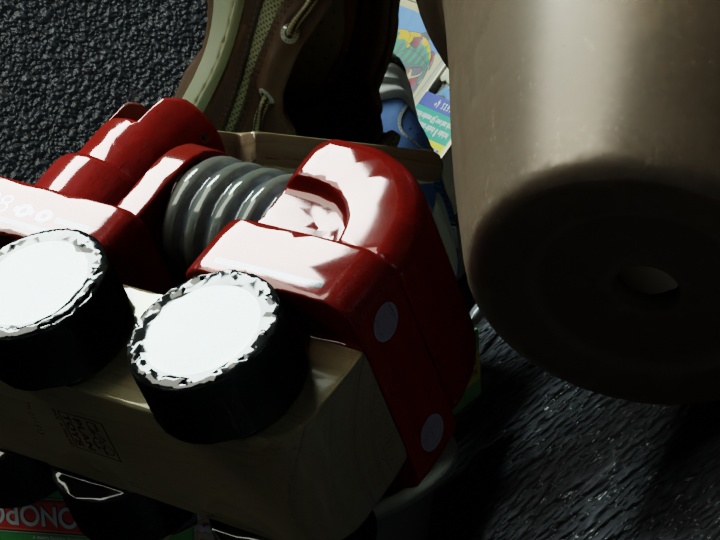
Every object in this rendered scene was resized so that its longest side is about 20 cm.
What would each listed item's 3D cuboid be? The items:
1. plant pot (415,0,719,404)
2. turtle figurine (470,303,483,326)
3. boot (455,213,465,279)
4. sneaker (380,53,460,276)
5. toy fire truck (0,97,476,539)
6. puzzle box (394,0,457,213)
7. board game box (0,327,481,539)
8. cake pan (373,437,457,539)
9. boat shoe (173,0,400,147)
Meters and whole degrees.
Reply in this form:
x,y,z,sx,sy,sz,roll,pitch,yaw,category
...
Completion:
x,y,z,sx,sy,sz,roll,pitch,yaw,category
0.101,-0.058,0.839,0.200,0.200,0.175,-32,30,42,plant pot
0.103,-0.114,1.123,0.200,0.144,0.194,-32,14,28,turtle figurine
0.055,-0.058,1.260,0.200,0.074,0.096,-43,17,0,boot
0.000,0.000,1.079,0.075,0.077,0.200,-19,-35,-9,sneaker
-0.029,-0.004,0.819,0.176,0.129,0.200,13,52,35,toy fire truck
0.000,-0.072,1.240,0.133,0.025,0.200,-56,32,-3,puzzle box
-0.054,0.056,0.920,0.134,0.029,0.200,2,14,24,board game box
-0.063,0.086,0.938,0.199,0.037,0.200,-4,13,1,cake pan
-0.025,-0.054,0.952,0.075,0.075,0.203,-24,-41,-35,boat shoe
